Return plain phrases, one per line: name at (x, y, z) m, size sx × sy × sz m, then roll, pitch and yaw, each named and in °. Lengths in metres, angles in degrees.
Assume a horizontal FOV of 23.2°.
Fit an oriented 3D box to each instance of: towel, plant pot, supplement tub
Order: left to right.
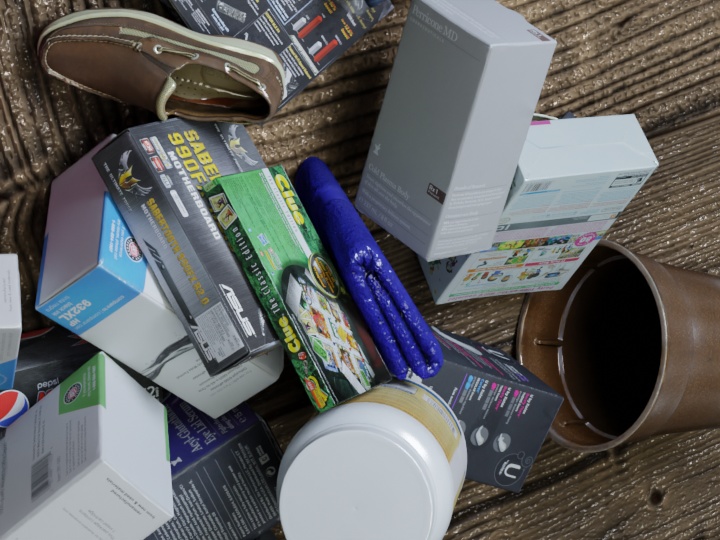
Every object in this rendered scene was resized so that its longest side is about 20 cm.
towel at (0.000, 0.000, 1.507) m, size 0.049 × 0.200 × 0.148 m, roll -33°, pitch 119°, yaw 1°
supplement tub at (0.010, 0.171, 1.442) m, size 0.143 × 0.200 × 0.147 m, roll 1°, pitch 96°, yaw 8°
plant pot at (0.290, 0.076, 1.709) m, size 0.196 × 0.200 × 0.203 m, roll 4°, pitch 108°, yaw -37°

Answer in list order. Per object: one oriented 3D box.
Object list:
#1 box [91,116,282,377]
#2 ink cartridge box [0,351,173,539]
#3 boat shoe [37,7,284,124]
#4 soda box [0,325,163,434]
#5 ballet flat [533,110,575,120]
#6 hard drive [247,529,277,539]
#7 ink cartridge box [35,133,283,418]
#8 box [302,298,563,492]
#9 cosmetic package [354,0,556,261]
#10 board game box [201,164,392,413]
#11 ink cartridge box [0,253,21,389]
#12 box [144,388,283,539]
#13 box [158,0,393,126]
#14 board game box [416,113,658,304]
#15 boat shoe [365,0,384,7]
box at (-0.111, -0.027, 1.417) m, size 0.158 × 0.048 × 0.202 m, roll -20°, pitch 80°, yaw -59°
ink cartridge box at (-0.249, 0.183, 1.381) m, size 0.199 × 0.147 × 0.084 m, roll -38°, pitch 119°, yaw 15°
boat shoe at (-0.158, -0.157, 1.395) m, size 0.200 × 0.075 × 0.075 m, roll 5°, pitch 128°, yaw -7°
soda box at (-0.270, 0.092, 1.473) m, size 0.198 × 0.071 × 0.064 m, roll -12°, pitch 117°, yaw -23°
ballet flat at (0.119, -0.108, 1.614) m, size 0.198 × 0.073 × 0.074 m, roll -13°, pitch 116°, yaw -17°
hard drive at (-0.134, 0.262, 1.530) m, size 0.134 × 0.200 × 0.043 m, roll -28°, pitch 112°, yaw -5°
ink cartridge box at (-0.161, 0.007, 1.446) m, size 0.083 × 0.146 × 0.199 m, roll -32°, pitch 130°, yaw 29°
box at (0.067, 0.117, 1.636) m, size 0.198 × 0.122 × 0.107 m, roll 19°, pitch 101°, yaw -32°
cosmetic package at (0.077, -0.123, 1.466) m, size 0.089 × 0.107 × 0.202 m, roll -12°, pitch 126°, yaw -39°
board game box at (-0.049, 0.012, 1.405) m, size 0.104 × 0.023 × 0.202 m, roll -17°, pitch 78°, yaw -59°
ink cartridge box at (-0.365, 0.043, 1.352) m, size 0.197 × 0.069 × 0.116 m, roll -1°, pitch 152°, yaw -15°
box at (-0.174, 0.188, 1.518) m, size 0.199 × 0.148 × 0.105 m, roll -32°, pitch 122°, yaw -14°
box at (-0.086, -0.246, 1.450) m, size 0.158 × 0.050 × 0.201 m, roll -42°, pitch 123°, yaw -8°
board game box at (0.156, -0.053, 1.585) m, size 0.146 × 0.065 × 0.201 m, roll -6°, pitch 149°, yaw -29°
boat shoe at (0.054, -0.263, 1.483) m, size 0.199 × 0.084 × 0.069 m, roll -24°, pitch 94°, yaw -37°
